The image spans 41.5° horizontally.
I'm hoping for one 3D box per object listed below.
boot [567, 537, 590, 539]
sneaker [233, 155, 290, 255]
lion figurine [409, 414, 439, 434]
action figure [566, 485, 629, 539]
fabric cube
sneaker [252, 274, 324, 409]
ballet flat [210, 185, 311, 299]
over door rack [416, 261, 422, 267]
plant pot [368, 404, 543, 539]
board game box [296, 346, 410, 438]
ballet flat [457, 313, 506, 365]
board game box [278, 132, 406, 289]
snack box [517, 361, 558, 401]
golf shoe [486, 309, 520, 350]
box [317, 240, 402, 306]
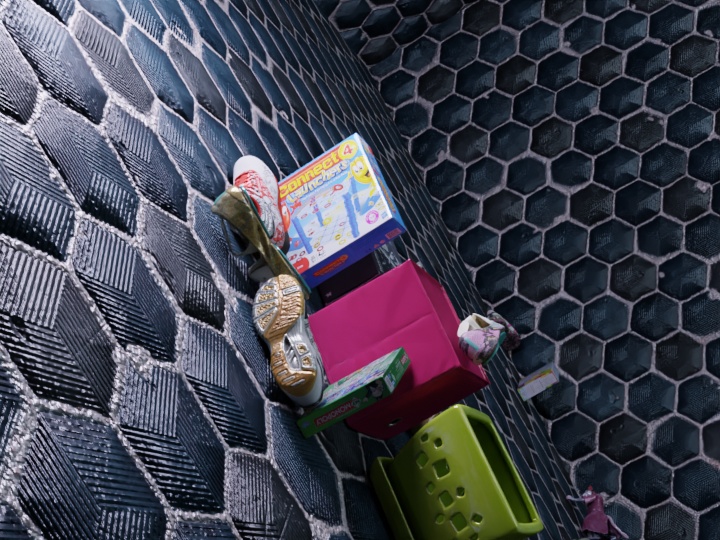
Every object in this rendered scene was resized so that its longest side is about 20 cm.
[{"bbox_3d":[0.570,0.770,2.438,0.203,0.073,0.154,27,37,-58],"label":"boot"},{"bbox_3d":[-0.170,-0.118,1.465,0.108,0.067,0.202,45,22,-58],"label":"sneaker"},{"bbox_3d":[0.103,0.249,1.721,0.201,0.072,0.123,60,44,-35],"label":"lion figurine"},{"bbox_3d":[0.752,0.769,3.031,0.134,0.148,0.201,45,32,-33],"label":"action figure"},{"bbox_3d":[0.062,0.133,1.529,0.201,0.199,0.196,66,12,23],"label":"fabric cube"},{"bbox_3d":[-0.096,0.101,1.300,0.088,0.075,0.201,67,8,-52],"label":"sneaker"},{"bbox_3d":[-0.147,-0.027,1.361,0.201,0.070,0.071,58,12,-20],"label":"ballet flat"},{"bbox_3d":[0.119,0.098,2.106,0.148,0.066,0.200,57,33,-17],"label":"over door rack"},{"bbox_3d":[0.135,0.332,1.411,0.201,0.181,0.199,66,14,22],"label":"plant pot"},{"bbox_3d":[-0.005,0.167,1.330,0.029,0.134,0.200,60,13,-1],"label":"board game box"},{"bbox_3d":[0.189,0.105,1.510,0.071,0.069,0.200,42,10,8],"label":"ballet flat"},{"bbox_3d":[-0.046,-0.102,1.619,0.056,0.199,0.197,40,23,-54],"label":"board game box"},{"bbox_3d":[0.632,0.392,3.374,0.053,0.142,0.200,60,13,3],"label":"snack box"},{"bbox_3d":[0.533,0.218,3.537,0.200,0.072,0.092,51,14,-38],"label":"golf shoe"},{"bbox_3d":[0.000,0.000,1.764,0.197,0.124,0.201,41,23,-52],"label":"box"}]
